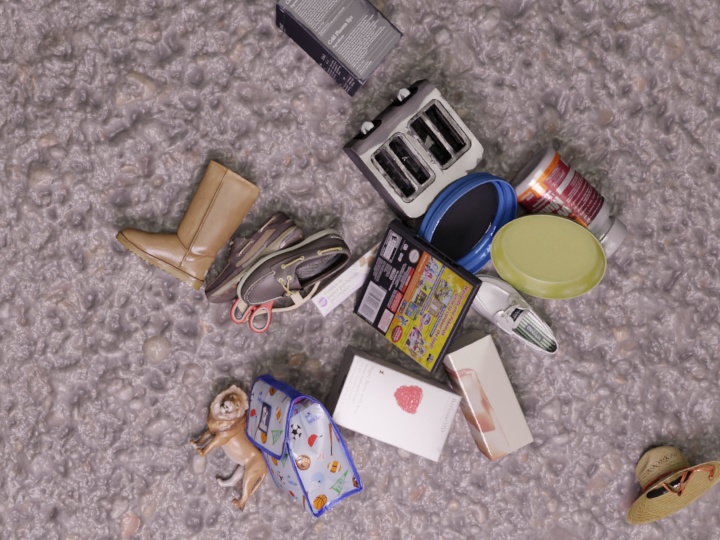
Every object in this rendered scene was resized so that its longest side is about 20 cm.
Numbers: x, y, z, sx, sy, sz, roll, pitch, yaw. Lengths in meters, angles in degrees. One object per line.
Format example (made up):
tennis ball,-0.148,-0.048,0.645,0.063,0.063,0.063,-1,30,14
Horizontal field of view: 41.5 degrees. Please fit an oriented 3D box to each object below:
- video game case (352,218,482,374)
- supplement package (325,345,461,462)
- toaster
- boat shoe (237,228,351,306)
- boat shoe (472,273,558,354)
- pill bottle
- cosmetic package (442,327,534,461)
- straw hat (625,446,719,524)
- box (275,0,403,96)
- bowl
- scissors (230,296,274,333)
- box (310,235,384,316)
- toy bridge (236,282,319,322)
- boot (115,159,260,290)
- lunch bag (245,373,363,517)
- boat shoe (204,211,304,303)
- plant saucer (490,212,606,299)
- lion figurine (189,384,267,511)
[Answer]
video game case,0.090,0.045,1.573,0.180,0.025,0.202,36,128,18
supplement package,0.053,0.225,1.620,0.197,0.120,0.123,21,90,-8
toaster,0.093,-0.193,1.601,0.180,0.119,0.201,-40,97,-2
boat shoe,-0.109,0.003,1.568,0.199,0.061,0.072,-31,132,-7
boat shoe,0.272,0.075,1.662,0.198,0.067,0.074,34,89,-7
pill bottle,0.359,-0.108,1.641,0.200,0.110,0.110,42,88,-7
cosmetic package,0.214,0.213,1.647,0.086,0.103,0.203,-23,94,-5
straw hat,0.543,0.363,1.698,0.198,0.202,0.086,-21,54,-5
box,-0.039,-0.389,1.533,0.182,0.200,0.104,41,90,-8
bowl,0.178,-0.073,1.598,0.198,0.039,0.203,-25,137,-25
scissors,-0.140,0.018,1.610,0.073,0.014,0.201,38,91,-8
box,0.000,0.000,1.641,0.199,0.041,0.039,-40,97,-4
toy bridge,-0.121,0.030,1.635,0.198,0.027,0.068,-35,97,-2
boot,-0.289,-0.094,1.594,0.173,0.066,0.202,30,89,-16
lunch bag,-0.105,0.276,1.555,0.123,0.169,0.203,-27,109,-23
boat shoe,-0.186,-0.022,1.612,0.199,0.075,0.074,-38,71,0
plant saucer,0.321,-0.030,1.623,0.198,0.201,0.031,27,50,-7
lion figurine,-0.210,0.304,1.628,0.122,0.072,0.202,-35,111,-16
